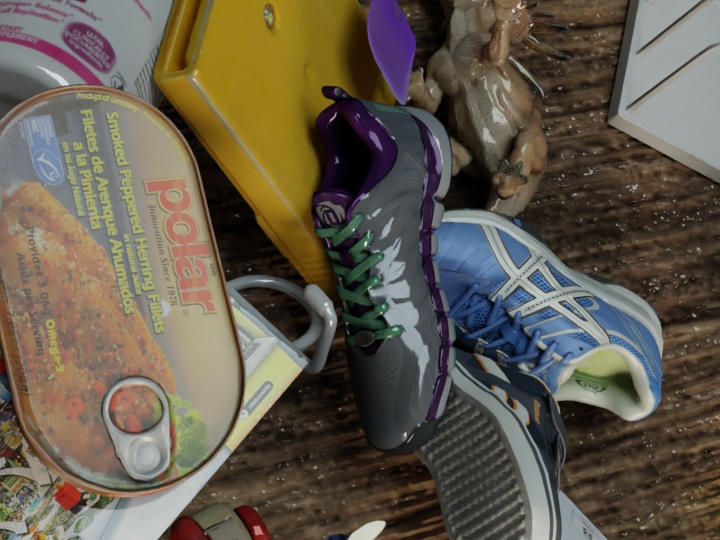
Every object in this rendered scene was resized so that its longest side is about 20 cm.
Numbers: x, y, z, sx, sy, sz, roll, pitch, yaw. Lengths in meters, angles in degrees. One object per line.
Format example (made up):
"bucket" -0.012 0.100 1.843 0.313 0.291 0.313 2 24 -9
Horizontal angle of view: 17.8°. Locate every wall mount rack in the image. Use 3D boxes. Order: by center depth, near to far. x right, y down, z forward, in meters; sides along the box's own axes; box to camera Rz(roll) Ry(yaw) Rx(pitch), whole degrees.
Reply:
"wall mount rack" -0.114 0.008 1.243 0.200 0.075 0.174 -24 54 -38

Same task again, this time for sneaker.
"sneaker" 0.081 0.102 1.264 0.079 0.078 0.200 13 25 -27
"sneaker" 0.000 0.000 1.264 0.088 0.074 0.200 17 66 -45
"sneaker" 0.100 0.026 1.349 0.200 0.076 0.077 21 32 -20

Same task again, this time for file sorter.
"file sorter" 0.268 -0.172 1.527 0.139 0.125 0.200 26 58 -19

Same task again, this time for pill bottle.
"pill bottle" -0.154 -0.124 1.234 0.113 0.113 0.200 36 40 -13

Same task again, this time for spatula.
"spatula" 0.009 -0.175 1.386 0.057 0.021 0.200 58 12 -37

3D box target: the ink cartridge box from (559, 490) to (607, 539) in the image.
"ink cartridge box" 0.141 0.216 1.249 0.163 0.057 0.200 47 10 -5

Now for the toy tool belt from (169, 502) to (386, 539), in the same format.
"toy tool belt" -0.006 0.189 1.174 0.123 0.125 0.200 -27 103 -20

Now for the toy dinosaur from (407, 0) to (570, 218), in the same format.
"toy dinosaur" 0.084 -0.098 1.412 0.136 0.086 0.200 0 82 -69

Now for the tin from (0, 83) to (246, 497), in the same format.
"tin" -0.121 0.010 1.101 0.112 0.042 0.200 -12 80 -9

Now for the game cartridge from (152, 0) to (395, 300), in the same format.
"game cartridge" -0.042 -0.109 1.297 0.200 0.032 0.176 57 36 -44

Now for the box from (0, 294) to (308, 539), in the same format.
"box" -0.141 0.077 1.121 0.137 0.038 0.200 41 73 1
